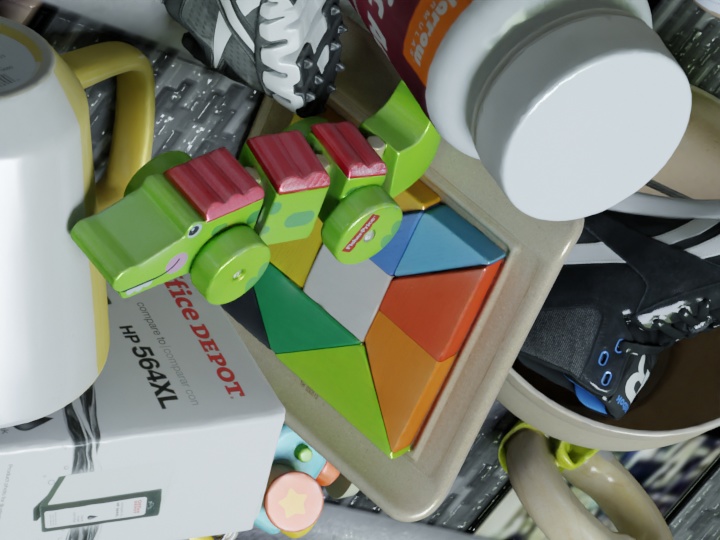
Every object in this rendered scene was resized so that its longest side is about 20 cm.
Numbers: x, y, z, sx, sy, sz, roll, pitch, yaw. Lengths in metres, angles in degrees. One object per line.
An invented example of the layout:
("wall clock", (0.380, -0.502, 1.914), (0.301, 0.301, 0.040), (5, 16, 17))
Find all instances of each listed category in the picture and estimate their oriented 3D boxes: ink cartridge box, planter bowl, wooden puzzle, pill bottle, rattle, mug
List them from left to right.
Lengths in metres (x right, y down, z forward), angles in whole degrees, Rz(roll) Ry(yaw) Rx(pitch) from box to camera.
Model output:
("mug", (-0.182, -0.042, 1.255), (0.148, 0.187, 0.154), (9, 123, 2))
("ink cartridge box", (-0.158, 0.064, 1.342), (0.199, 0.146, 0.085), (-6, 132, -29))
("wooden puzzle", (0.000, 0.000, 1.356), (0.037, 0.185, 0.201), (-20, 143, -52))
("pill bottle", (0.063, -0.122, 1.255), (0.113, 0.200, 0.115), (-18, 138, -17))
("planter bowl", (0.132, 0.011, 1.466), (0.199, 0.201, 0.135), (-19, 165, -16))
("rattle", (0.183, 0.140, 1.603), (0.143, 0.200, 0.130), (-38, 141, 6))

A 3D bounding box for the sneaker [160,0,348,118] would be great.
("sneaker", (-0.058, -0.148, 1.234), (0.201, 0.090, 0.067), (86, 25, -56))

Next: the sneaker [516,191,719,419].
("sneaker", (0.161, 0.023, 1.342), (0.198, 0.113, 0.073), (8, 164, 18))

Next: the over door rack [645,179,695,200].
("over door rack", (0.162, -0.104, 1.384), (0.199, 0.067, 0.149), (20, 84, -25))

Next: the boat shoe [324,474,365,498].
("boat shoe", (0.030, 0.078, 1.493), (0.063, 0.074, 0.201), (-6, 165, -17))

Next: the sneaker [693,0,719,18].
("sneaker", (0.245, -0.196, 1.311), (0.199, 0.070, 0.109), (-22, 141, -16))

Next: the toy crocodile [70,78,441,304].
("toy crocodile", (-0.043, -0.037, 1.252), (0.199, 0.068, 0.062), (-18, 146, -34))

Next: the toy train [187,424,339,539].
("toy train", (-0.096, 0.110, 1.468), (0.199, 0.056, 0.151), (-21, 116, -19))
